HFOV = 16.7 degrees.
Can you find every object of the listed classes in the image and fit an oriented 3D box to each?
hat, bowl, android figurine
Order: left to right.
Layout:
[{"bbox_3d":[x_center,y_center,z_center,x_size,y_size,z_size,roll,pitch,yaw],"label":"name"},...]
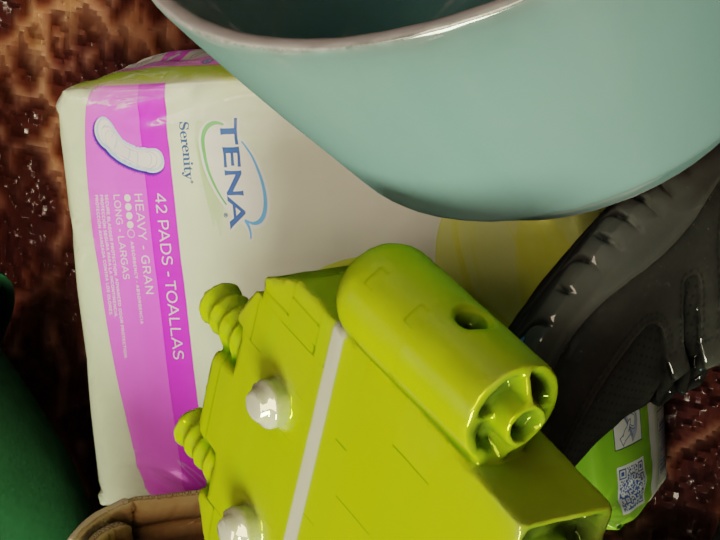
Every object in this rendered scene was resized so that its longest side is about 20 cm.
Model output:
[{"bbox_3d":[-0.104,0.118,0.855,0.176,0.200,0.166,34,82,6],"label":"hat"},{"bbox_3d":[0.006,0.079,0.683,0.200,0.041,0.183,46,134,40],"label":"android figurine"},{"bbox_3d":[0.046,-0.089,0.679,0.200,0.201,0.105,-4,133,28],"label":"bowl"}]

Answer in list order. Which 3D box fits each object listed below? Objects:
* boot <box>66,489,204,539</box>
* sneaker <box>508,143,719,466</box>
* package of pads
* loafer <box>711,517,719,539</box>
[{"bbox_3d":[-0.093,0.155,0.802,0.073,0.199,0.156,-120,19,-46],"label":"boot"},{"bbox_3d":[0.108,0.000,0.705,0.082,0.073,0.200,43,77,1],"label":"sneaker"},{"bbox_3d":[0.000,0.000,0.809,0.199,0.068,0.156,0,101,26],"label":"package of pads"},{"bbox_3d":[0.126,0.106,0.695,0.070,0.201,0.068,5,128,27],"label":"loafer"}]
